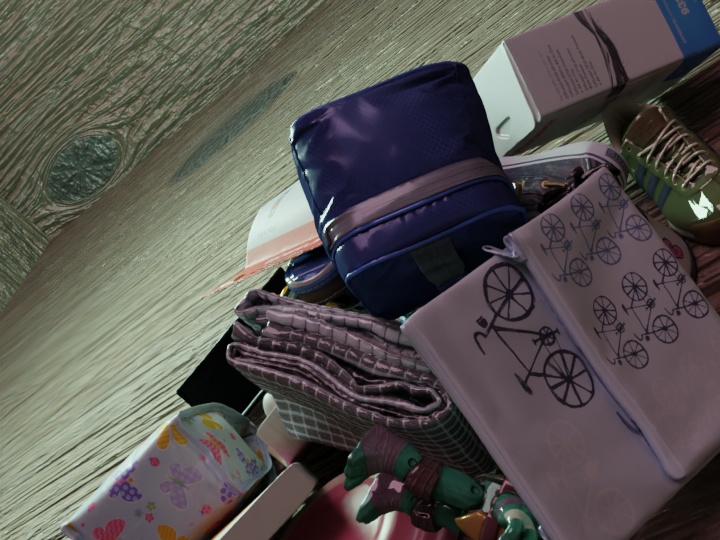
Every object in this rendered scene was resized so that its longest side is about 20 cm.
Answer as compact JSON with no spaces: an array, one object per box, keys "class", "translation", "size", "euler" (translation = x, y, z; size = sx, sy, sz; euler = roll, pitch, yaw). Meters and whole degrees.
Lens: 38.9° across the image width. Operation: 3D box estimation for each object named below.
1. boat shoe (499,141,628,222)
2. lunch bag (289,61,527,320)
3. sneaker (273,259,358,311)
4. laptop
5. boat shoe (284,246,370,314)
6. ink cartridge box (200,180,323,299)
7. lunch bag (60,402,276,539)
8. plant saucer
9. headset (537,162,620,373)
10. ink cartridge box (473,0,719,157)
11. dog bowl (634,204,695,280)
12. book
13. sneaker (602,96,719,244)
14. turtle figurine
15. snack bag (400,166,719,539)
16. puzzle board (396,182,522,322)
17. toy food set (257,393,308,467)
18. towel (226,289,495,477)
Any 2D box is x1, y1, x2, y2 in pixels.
[{"class":"boat shoe","translation":[0.125,-0.046,0.854],"size":[0.200,0.071,0.091],"euler":[-14,36,53]},{"class":"lunch bag","translation":[0.043,-0.037,0.721],"size":[0.135,0.133,0.200],"euler":[-21,-17,7]},{"class":"sneaker","translation":[-0.058,0.050,1.004],"size":[0.078,0.077,0.200],"euler":[-35,-12,-39]},{"class":"laptop","translation":[-0.152,0.095,1.261],"size":[0.187,0.116,0.200],"euler":[-50,21,-13]},{"class":"boat shoe","translation":[0.000,0.000,0.870],"size":[0.072,0.073,0.200],"euler":[-20,10,24]},{"class":"ink cartridge box","translation":[-0.044,-0.056,0.901],"size":[0.162,0.050,0.200],"euler":[-22,9,39]},{"class":"lunch bag","translation":[-0.181,0.231,1.054],"size":[0.170,0.127,0.200],"euler":[-44,-6,3]},{"class":"plant saucer","translation":[-0.010,0.235,0.834],"size":[0.200,0.051,0.201],"euler":[-38,23,19]},{"class":"headset","translation":[0.173,0.026,0.703],"size":[0.094,0.123,0.201],"euler":[-31,62,24]},{"class":"ink cartridge box","translation":[0.214,-0.190,0.974],"size":[0.199,0.084,0.145],"euler":[-23,-5,-13]},{"class":"dog bowl","translation":[0.173,0.017,0.852],"size":[0.200,0.074,0.200],"euler":[-38,23,19]},{"class":"book","translation":[-0.092,0.224,0.897],"size":[0.134,0.048,0.200],"euler":[-46,-6,-7]},{"class":"sneaker","translation":[0.259,-0.094,0.866],"size":[0.067,0.090,0.200],"euler":[-41,22,10]},{"class":"turtle figurine","translation":[0.087,0.178,0.669],"size":[0.199,0.150,0.101],"euler":[24,43,27]},{"class":"snack bag","translation":[0.140,0.054,0.617],"size":[0.200,0.189,0.021],"euler":[-32,-6,-28]},{"class":"puzzle board","translation":[0.071,-0.013,0.883],"size":[0.200,0.017,0.152],"euler":[-149,70,-68]},{"class":"toy food set","translation":[-0.046,0.120,1.010],"size":[0.144,0.060,0.200],"euler":[-50,-5,-12]},{"class":"towel","translation":[0.004,0.094,0.797],"size":[0.199,0.166,0.086],"euler":[13,71,26]}]
